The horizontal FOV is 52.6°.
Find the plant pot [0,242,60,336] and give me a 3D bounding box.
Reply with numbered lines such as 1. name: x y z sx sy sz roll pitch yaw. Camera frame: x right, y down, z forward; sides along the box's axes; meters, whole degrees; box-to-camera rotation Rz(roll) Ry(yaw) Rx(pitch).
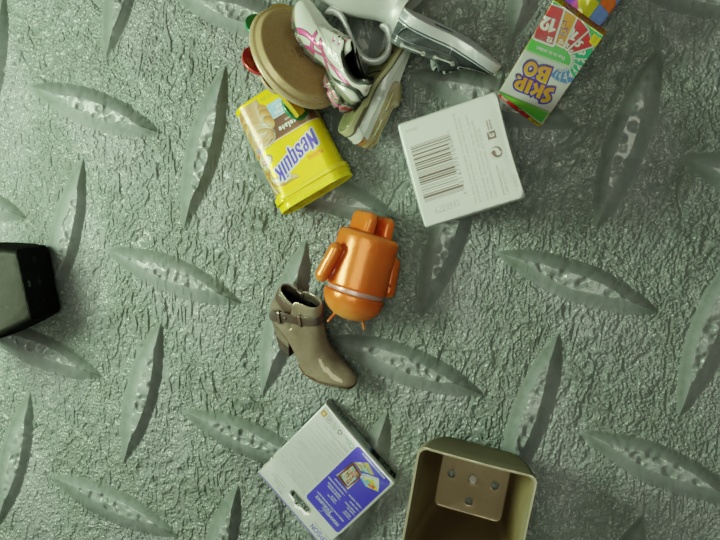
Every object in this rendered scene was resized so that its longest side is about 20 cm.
1. plant pot: -0.707 0.036 1.420 0.172 0.200 0.206 -12 94 1

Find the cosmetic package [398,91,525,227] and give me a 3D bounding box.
1. cosmetic package: 0.170 -0.175 1.191 0.161 0.200 0.169 -16 93 14

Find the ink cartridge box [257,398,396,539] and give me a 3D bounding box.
1. ink cartridge box: -0.064 0.387 1.386 0.200 0.043 0.199 -44 86 11

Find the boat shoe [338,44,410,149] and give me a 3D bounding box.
1. boat shoe: 0.037 -0.310 1.275 0.068 0.075 0.203 31 90 -28

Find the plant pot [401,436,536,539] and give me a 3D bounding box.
1. plant pot: 0.189 0.396 1.264 0.194 0.177 0.206 11 98 11

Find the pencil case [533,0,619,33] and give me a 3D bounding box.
1. pencil case: 0.371 -0.440 1.179 0.088 0.088 0.201 39 102 5

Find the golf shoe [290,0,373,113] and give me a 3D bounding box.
1. golf shoe: -0.043 -0.374 1.219 0.091 0.072 0.203 -32 89 44

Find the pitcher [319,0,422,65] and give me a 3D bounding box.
1. pitcher: -0.006 -0.463 1.235 0.197 0.121 0.175 30 86 -1

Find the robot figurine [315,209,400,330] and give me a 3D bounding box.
1. robot figurine: -0.002 0.000 1.286 0.114 0.143 0.206 15 93 19

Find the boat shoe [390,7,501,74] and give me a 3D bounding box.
1. boat shoe: 0.143 -0.366 1.223 0.196 0.072 0.069 18 120 -22

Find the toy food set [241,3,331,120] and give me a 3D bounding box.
1. toy food set: -0.114 -0.364 1.251 0.201 0.198 0.048 51 137 -9

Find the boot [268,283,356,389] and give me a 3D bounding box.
1. boot: -0.085 0.116 1.321 0.196 0.070 0.149 25 131 17

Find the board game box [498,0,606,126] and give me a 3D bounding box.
1. board game box: 0.302 -0.329 1.180 0.095 0.030 0.201 37 141 7

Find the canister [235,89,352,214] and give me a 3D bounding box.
1. canister: -0.122 -0.226 1.309 0.146 0.086 0.204 -27 89 13
